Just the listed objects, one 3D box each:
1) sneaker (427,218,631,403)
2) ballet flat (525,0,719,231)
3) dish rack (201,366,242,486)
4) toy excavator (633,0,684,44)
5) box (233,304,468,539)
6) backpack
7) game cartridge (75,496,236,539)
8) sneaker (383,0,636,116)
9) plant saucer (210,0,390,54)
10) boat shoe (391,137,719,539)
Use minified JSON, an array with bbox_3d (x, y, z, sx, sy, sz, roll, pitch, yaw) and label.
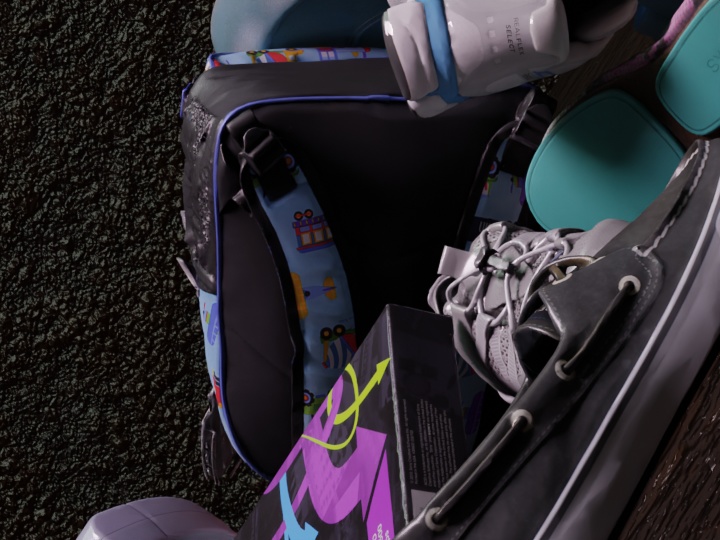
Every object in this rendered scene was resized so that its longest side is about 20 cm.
[{"bbox_3d":[0.066,0.017,0.780,0.075,0.082,0.200,-58,0,-15],"label":"sneaker"},{"bbox_3d":[0.139,-0.074,0.803,0.071,0.069,0.200,-37,-8,-32],"label":"ballet flat"},{"bbox_3d":[-0.026,0.029,1.086,0.201,0.054,0.154,-60,-11,-22],"label":"dish rack"},{"bbox_3d":[0.150,-0.117,0.884,0.195,0.099,0.201,119,174,-62],"label":"toy excavator"},{"bbox_3d":[-0.010,0.131,0.806,0.200,0.036,0.144,120,154,-43],"label":"box"},{"bbox_3d":[0.000,0.000,0.952,0.135,0.181,0.201,-138,45,-64],"label":"backpack"},{"bbox_3d":[-0.129,0.188,1.077,0.134,0.040,0.200,-52,-18,3],"label":"game cartridge"},{"bbox_3d":[0.082,-0.117,0.842,0.200,0.086,0.075,-52,-49,-60],"label":"sneaker"},{"bbox_3d":[0.023,-0.126,0.996,0.200,0.199,0.028,122,142,-56],"label":"plant saucer"},{"bbox_3d":[0.075,0.028,0.627,0.201,0.056,0.069,-59,0,-25],"label":"boat shoe"}]
